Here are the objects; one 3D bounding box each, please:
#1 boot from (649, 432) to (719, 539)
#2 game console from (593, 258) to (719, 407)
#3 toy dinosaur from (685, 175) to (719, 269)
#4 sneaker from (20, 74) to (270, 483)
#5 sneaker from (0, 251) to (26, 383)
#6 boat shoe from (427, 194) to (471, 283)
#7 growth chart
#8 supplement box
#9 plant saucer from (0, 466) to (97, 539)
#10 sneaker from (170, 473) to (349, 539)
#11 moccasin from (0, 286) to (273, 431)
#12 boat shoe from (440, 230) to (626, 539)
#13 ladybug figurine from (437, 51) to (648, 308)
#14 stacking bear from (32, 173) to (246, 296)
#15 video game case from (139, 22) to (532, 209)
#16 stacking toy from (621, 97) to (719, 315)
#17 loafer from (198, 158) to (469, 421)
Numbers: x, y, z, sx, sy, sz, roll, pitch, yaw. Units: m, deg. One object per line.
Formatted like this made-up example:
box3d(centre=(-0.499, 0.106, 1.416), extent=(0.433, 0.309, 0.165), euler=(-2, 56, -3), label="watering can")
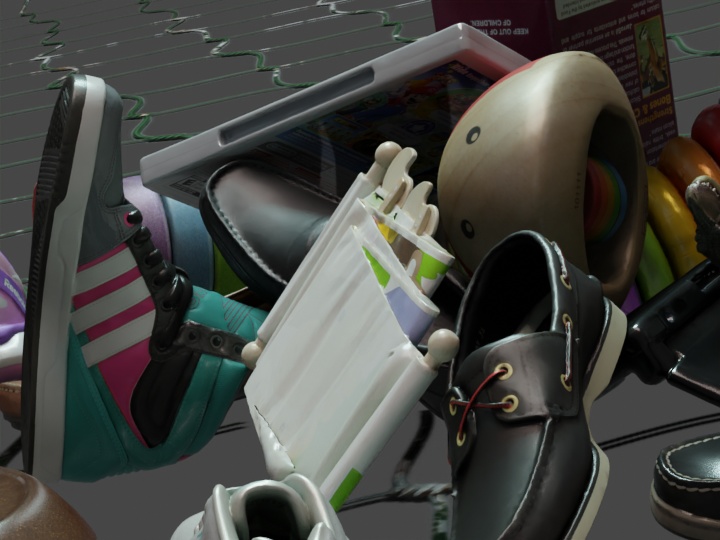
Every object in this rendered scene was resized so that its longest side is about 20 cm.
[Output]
box3d(centre=(0.203, 0.021, 0.913), extent=(0.198, 0.152, 0.073), euler=(-8, 22, 0), label="boot")
box3d(centre=(0.169, 0.058, 1.100), extent=(0.176, 0.117, 0.200), euler=(-38, -5, 31), label="game console")
box3d(centre=(0.225, -0.015, 1.107), extent=(0.199, 0.048, 0.089), euler=(15, 44, -18), label="toy dinosaur")
box3d(centre=(-0.097, 0.009, 1.161), extent=(0.120, 0.202, 0.084), euler=(3, 17, -13), label="sneaker")
box3d(centre=(-0.218, 0.027, 1.331), extent=(0.080, 0.089, 0.200), euler=(-19, -2, -16), label="sneaker")
box3d(centre=(0.034, 0.005, 1.274), extent=(0.073, 0.063, 0.201), euler=(24, 14, -6), label="boat shoe")
box3d(centre=(-0.006, 0.028, 1.050), extent=(0.018, 0.145, 0.200), euler=(31, 18, -21), label="growth chart")
box3d(centre=(0.114, -0.086, 1.362), extent=(0.085, 0.202, 0.110), euler=(4, 19, 41), label="supplement box")
box3d(centre=(-0.216, 0.126, 1.067), extent=(0.199, 0.035, 0.200), euler=(-10, 13, 2), label="plant saucer")
box3d(centre=(-0.031, 0.108, 0.891), extent=(0.070, 0.081, 0.200), euler=(-15, 12, -15), label="sneaker")
box3d(centre=(-0.096, 0.038, 1.258), extent=(0.200, 0.078, 0.074), euler=(-15, 13, -23), label="moccasin")
box3d(centre=(0.059, 0.060, 0.954), extent=(0.074, 0.063, 0.202), euler=(-35, 21, 31), label="boat shoe")
box3d(centre=(0.088, -0.035, 1.156), extent=(0.071, 0.137, 0.200), euler=(2, -5, 19), label="ladybug figurine")
box3d(centre=(-0.078, -0.013, 1.414), extent=(0.199, 0.115, 0.121), euler=(-4, -11, -24), label="stacking bear")
box3d(centre=(0.007, -0.065, 1.242), extent=(0.199, 0.018, 0.143), euler=(-20, -24, 29), label="video game case")
box3d(centre=(0.149, -0.009, 1.279), extent=(0.199, 0.110, 0.116), euler=(-26, 16, -4), label="stacking toy")
box3d(centre=(0.000, 0.000, 1.164), extent=(0.200, 0.071, 0.068), euler=(36, 68, 25), label="loafer")
